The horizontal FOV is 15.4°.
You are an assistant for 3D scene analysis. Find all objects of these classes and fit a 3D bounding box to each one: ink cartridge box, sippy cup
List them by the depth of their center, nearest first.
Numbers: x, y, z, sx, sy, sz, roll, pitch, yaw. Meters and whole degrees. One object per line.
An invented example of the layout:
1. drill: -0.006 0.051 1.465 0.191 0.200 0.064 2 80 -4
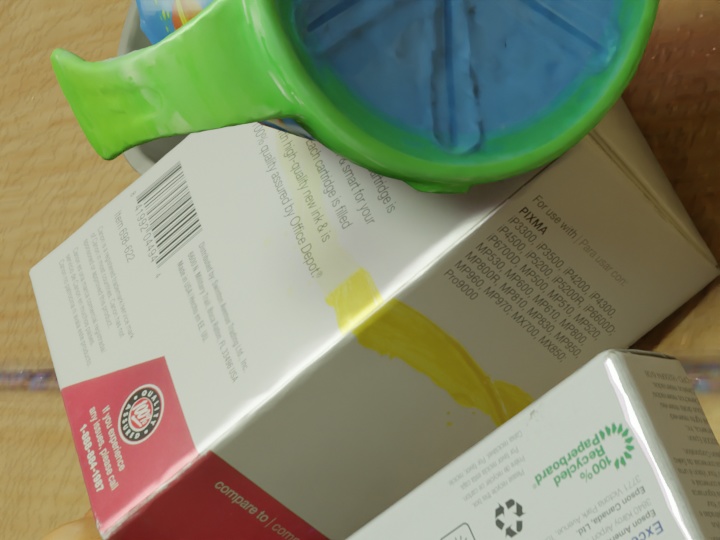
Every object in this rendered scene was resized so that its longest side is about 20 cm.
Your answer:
1. ink cartridge box: 0.047 0.155 0.724 0.196 0.043 0.200 -38 62 32
2. sippy cup: -0.001 -0.093 0.783 0.130 0.178 0.140 6 89 62
3. ink cartridge box: 0.000 0.000 0.870 0.200 0.083 0.145 -40 37 14

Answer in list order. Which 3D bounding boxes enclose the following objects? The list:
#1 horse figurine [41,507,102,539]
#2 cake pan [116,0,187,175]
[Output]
1. horse figurine: -0.086 0.142 0.888 0.200 0.050 0.133 -95 7 -53
2. cake pan: -0.027 -0.118 1.075 0.200 0.037 0.201 -35 40 35
